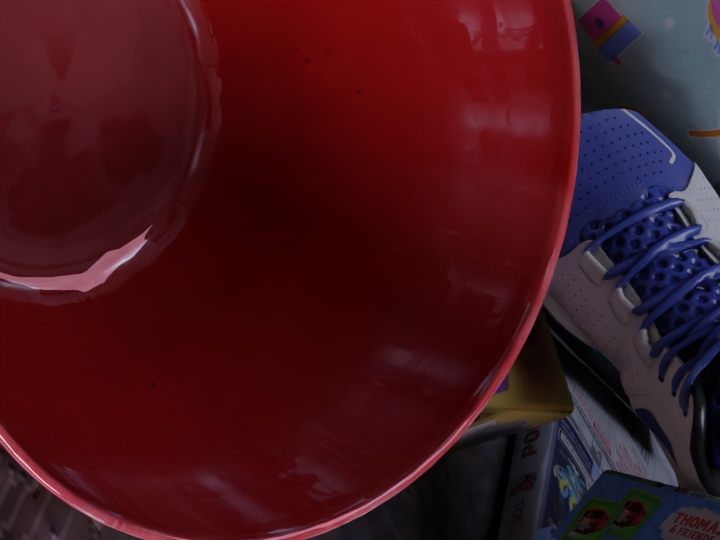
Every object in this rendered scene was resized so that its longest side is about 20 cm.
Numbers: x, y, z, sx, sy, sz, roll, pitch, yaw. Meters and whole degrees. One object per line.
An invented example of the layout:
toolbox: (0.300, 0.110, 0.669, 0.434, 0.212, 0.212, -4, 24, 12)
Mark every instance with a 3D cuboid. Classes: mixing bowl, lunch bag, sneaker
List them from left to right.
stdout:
mixing bowl: (-0.052, -0.039, 0.590, 0.199, 0.108, 0.201, -8, 102, -39)
lunch bag: (0.119, -0.115, 0.959, 0.171, 0.122, 0.200, 54, -8, -8)
sneaker: (0.123, 0.025, 0.785, 0.200, 0.080, 0.115, 62, -8, 14)

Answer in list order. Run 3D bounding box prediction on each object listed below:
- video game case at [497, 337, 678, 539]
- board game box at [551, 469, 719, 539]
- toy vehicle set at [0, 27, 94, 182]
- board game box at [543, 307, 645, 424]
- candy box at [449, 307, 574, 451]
video game case: (0.115, 0.142, 0.960, 0.200, 0.023, 0.183, 59, 25, -24)
board game box: (0.165, 0.136, 0.712, 0.037, 0.200, 0.151, -48, 116, -17)
toy vehicle set: (-0.094, -0.117, 0.714, 0.125, 0.026, 0.200, 61, 24, -17)
board game box: (0.091, -0.033, 1.011, 0.135, 0.028, 0.201, 41, 27, -48)
candy box: (0.000, 0.000, 0.786, 0.200, 0.056, 0.117, 6, 65, -63)
